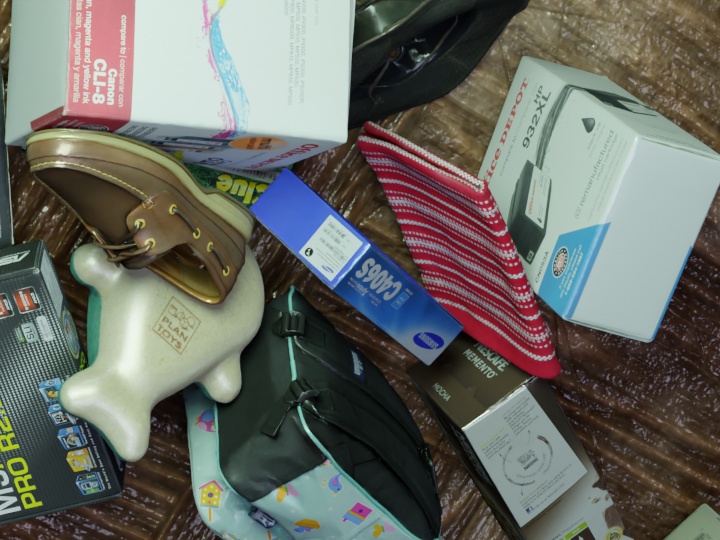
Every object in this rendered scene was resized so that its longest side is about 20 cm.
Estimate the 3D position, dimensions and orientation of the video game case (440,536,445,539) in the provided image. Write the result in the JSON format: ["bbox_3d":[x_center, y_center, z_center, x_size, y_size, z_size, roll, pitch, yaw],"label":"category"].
[{"bbox_3d":[-0.028,0.313,1.748,0.199,0.022,0.183,-4,113,-22],"label":"video game case"}]

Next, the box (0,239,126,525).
[{"bbox_3d":[-0.271,0.089,1.503,0.159,0.044,0.201,-13,119,4],"label":"box"}]

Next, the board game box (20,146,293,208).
[{"bbox_3d":[-0.135,-0.109,1.518,0.199,0.023,0.105,14,103,-27],"label":"board game box"}]

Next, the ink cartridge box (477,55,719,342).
[{"bbox_3d":[0.167,-0.057,1.569,0.083,0.200,0.146,13,107,-25],"label":"ink cartridge box"}]

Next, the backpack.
[{"bbox_3d":[-0.033,0.140,1.583,0.153,0.176,0.200,-38,128,20],"label":"backpack"}]

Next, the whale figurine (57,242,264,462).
[{"bbox_3d":[-0.154,0.044,1.497,0.159,0.104,0.201,42,52,-23],"label":"whale figurine"}]

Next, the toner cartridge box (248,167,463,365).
[{"bbox_3d":[0.000,0.000,1.532,0.043,0.095,0.200,-47,151,2],"label":"toner cartridge box"}]

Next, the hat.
[{"bbox_3d":[0.022,-0.176,1.517,0.200,0.201,0.081,-32,76,-9],"label":"hat"}]

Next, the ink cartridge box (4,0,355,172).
[{"bbox_3d":[-0.120,-0.152,1.409,0.199,0.145,0.146,4,83,-24],"label":"ink cartridge box"}]

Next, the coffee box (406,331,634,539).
[{"bbox_3d":[0.130,0.150,1.693,0.080,0.113,0.200,-35,121,-6],"label":"coffee box"}]

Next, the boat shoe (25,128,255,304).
[{"bbox_3d":[-0.143,-0.035,1.397,0.200,0.072,0.068,31,59,-48],"label":"boat shoe"}]

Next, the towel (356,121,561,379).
[{"bbox_3d":[0.074,-0.012,1.564,0.022,0.144,0.200,-41,133,-18],"label":"towel"}]

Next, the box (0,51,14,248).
[{"bbox_3d":[-0.339,-0.099,1.420,0.197,0.050,0.201,-9,116,-19],"label":"box"}]

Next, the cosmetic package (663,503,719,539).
[{"bbox_3d":[0.349,0.307,1.862,0.073,0.104,0.200,-41,120,-1],"label":"cosmetic package"}]
